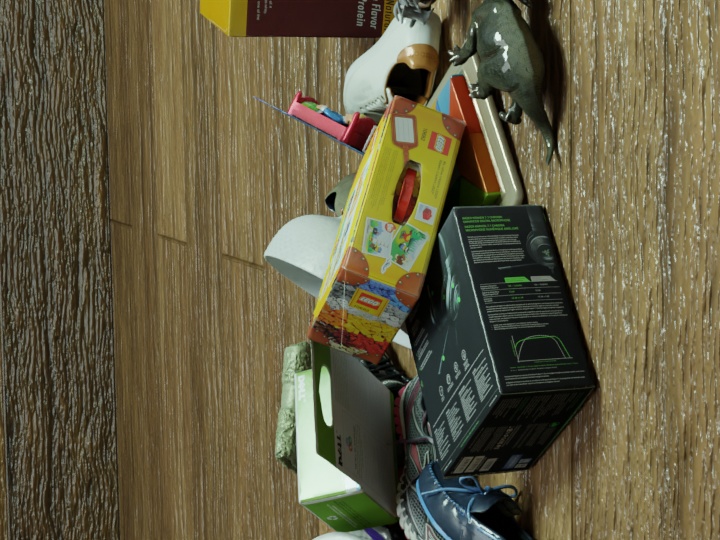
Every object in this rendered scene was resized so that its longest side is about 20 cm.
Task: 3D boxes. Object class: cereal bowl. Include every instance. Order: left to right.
[{"bbox_3d":[0.000,0.000,1.658,0.084,0.199,0.200,-60,18,-8],"label":"cereal bowl"}]

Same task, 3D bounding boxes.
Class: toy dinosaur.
[{"bbox_3d":[0.129,-0.190,1.388,0.102,0.076,0.202,116,149,-66],"label":"toy dinosaur"}]

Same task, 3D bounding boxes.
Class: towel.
[{"bbox_3d":[-0.059,0.176,1.873,0.200,0.036,0.150,51,-136,-68],"label":"towel"}]

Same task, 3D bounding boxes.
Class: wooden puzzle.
[{"bbox_3d":[0.096,-0.105,1.553,0.185,0.037,0.202,123,141,-60],"label":"wooden puzzle"}]

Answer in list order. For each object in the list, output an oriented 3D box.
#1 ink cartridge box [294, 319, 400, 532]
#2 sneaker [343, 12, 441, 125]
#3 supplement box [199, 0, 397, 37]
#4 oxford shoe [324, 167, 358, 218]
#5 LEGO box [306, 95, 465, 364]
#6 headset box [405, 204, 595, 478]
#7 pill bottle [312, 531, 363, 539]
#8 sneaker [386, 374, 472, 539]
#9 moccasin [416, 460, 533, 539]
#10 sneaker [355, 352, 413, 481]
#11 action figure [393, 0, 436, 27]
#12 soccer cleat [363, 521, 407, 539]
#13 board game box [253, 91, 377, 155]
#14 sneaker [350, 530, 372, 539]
[{"bbox_3d":[-0.034,0.159,1.582,0.200,0.075,0.149,46,-146,-53],"label":"ink cartridge box"},{"bbox_3d":[0.029,-0.190,1.665,0.200,0.072,0.086,125,149,-59],"label":"sneaker"},{"bbox_3d":[-0.063,-0.366,1.726,0.133,0.197,0.200,-135,46,-62],"label":"supplement box"},{"bbox_3d":[0.015,-0.063,1.707,0.071,0.074,0.200,62,172,-17],"label":"oxford shoe"},{"bbox_3d":[0.024,-0.037,1.494,0.149,0.076,0.202,119,169,-59],"label":"LEGO box"},{"bbox_3d":[0.117,0.059,1.429,0.175,0.092,0.202,116,147,-54],"label":"headset box"},{"bbox_3d":[0.009,0.360,1.636,0.200,0.110,0.112,49,-164,-48],"label":"pill bottle"},{"bbox_3d":[0.076,0.196,1.587,0.075,0.080,0.202,127,137,-59],"label":"sneaker"},{"bbox_3d":[0.128,0.238,1.472,0.200,0.080,0.069,44,121,40],"label":"moccasin"},{"bbox_3d":[0.022,0.130,1.747,0.098,0.070,0.202,111,148,-50],"label":"sneaker"},{"bbox_3d":[0.073,-0.322,1.528,0.131,0.069,0.201,-87,18,-47],"label":"action figure"},{"bbox_3d":[0.029,0.270,1.678,0.200,0.068,0.074,41,153,29],"label":"soccer cleat"},{"bbox_3d":[-0.019,-0.157,1.687,0.039,0.198,0.158,-62,9,4],"label":"board game box"},{"bbox_3d":[0.005,0.234,1.825,0.105,0.075,0.202,35,-149,-80],"label":"sneaker"}]
